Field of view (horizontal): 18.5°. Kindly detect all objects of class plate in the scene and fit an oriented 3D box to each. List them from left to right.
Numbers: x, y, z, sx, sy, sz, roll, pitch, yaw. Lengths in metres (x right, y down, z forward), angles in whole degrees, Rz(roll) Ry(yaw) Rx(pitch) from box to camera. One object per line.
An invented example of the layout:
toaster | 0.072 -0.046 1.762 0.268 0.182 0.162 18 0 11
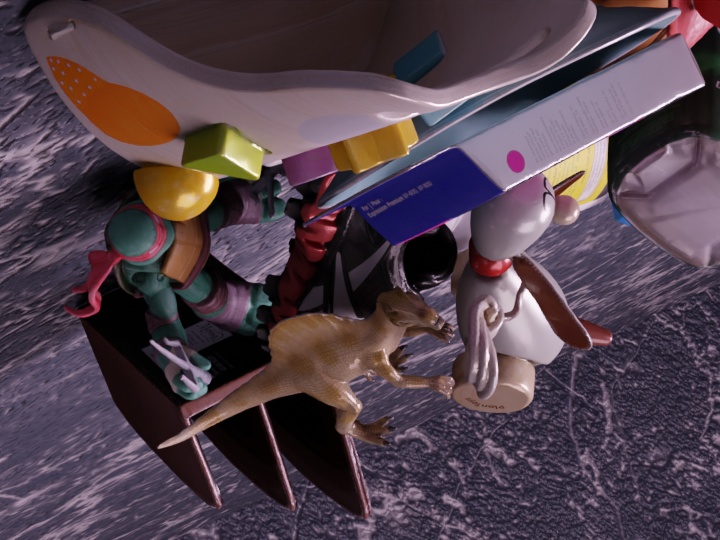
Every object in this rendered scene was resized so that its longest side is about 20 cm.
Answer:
plate | 0.062 -0.086 1.072 0.199 0.026 0.200 -28 178 -1

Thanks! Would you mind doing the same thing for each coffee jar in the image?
coffee jar | 0.190 -0.105 1.267 0.104 0.201 0.085 35 127 -29

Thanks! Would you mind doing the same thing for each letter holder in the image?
letter holder | -0.088 0.093 1.427 0.100 0.143 0.200 -25 -155 -17

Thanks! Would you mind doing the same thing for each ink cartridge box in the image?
ink cartridge box | 0.072 -0.058 1.079 0.199 0.037 0.094 -25 179 -37

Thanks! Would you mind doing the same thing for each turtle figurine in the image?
turtle figurine | -0.093 -0.014 1.246 0.151 0.100 0.200 -66 169 4

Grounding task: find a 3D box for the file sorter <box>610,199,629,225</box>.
file sorter | 0.260 -0.120 1.404 0.122 0.140 0.200 21 136 -32

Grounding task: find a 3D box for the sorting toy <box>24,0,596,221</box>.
sorting toy | -0.002 -0.086 0.906 0.199 0.108 0.179 -22 -165 -35

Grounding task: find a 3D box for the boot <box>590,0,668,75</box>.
boot | 0.108 -0.147 1.136 0.155 0.077 0.200 -29 167 -32

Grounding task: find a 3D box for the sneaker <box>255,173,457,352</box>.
sneaker | 0.000 0.000 1.238 0.201 0.097 0.071 110 3 -52

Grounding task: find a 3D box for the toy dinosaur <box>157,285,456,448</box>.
toy dinosaur | -0.016 0.053 1.225 0.199 0.059 0.101 -30 137 34

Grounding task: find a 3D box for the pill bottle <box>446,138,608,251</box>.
pill bottle | 0.070 -0.074 1.342 0.199 0.115 0.114 -18 167 -48

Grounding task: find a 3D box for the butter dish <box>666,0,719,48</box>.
butter dish | 0.252 -0.175 1.064 0.199 0.148 0.200 -45 162 -10

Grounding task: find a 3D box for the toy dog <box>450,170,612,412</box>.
toy dog | 0.102 0.011 1.234 0.095 0.133 0.200 2 174 -2
